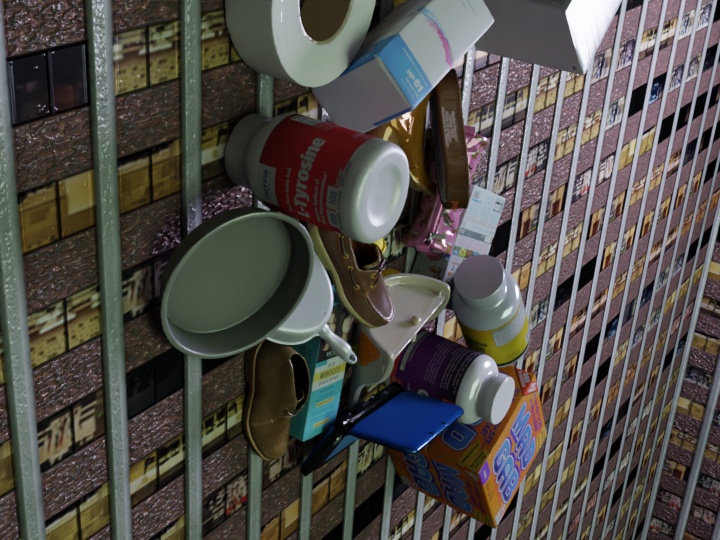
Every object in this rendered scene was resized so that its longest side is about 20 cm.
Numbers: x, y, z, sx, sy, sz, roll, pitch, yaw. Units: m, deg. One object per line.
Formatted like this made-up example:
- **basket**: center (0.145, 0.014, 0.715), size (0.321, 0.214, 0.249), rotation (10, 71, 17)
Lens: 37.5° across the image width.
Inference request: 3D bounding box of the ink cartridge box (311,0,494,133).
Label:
- **ink cartridge box**: center (0.054, -0.268, 1.315), size (0.085, 0.144, 0.201), rotation (50, 57, -17)

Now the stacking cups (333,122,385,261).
- **stacking cups**: center (-0.004, -0.111, 1.420), size (0.060, 0.060, 0.203), rotation (-42, 138, -38)

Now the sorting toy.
- **sorting toy**: center (0.029, 0.115, 1.579), size (0.200, 0.106, 0.182), rotation (-44, 157, -49)

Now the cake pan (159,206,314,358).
- **cake pan**: center (-0.144, 0.010, 1.211), size (0.198, 0.037, 0.203), rotation (-25, 138, -24)

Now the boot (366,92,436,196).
- **boot**: center (0.076, -0.196, 1.486), size (0.200, 0.070, 0.146), rotation (26, 84, -58)

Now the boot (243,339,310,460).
- **boot**: center (-0.107, 0.181, 1.405), size (0.073, 0.075, 0.203), rotation (-39, 139, -44)

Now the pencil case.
- **pencil case**: center (0.130, -0.121, 1.609), size (0.082, 0.086, 0.203), rotation (17, 92, -38)

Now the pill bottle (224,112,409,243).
- **pill bottle**: center (-0.053, -0.111, 1.190), size (0.112, 0.198, 0.114), rotation (-35, 135, -44)

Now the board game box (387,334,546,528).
- **board game box**: center (0.179, 0.275, 1.815), size (0.201, 0.197, 0.201), rotation (-54, 146, -25)

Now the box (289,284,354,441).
- **box**: center (-0.059, 0.128, 1.477), size (0.082, 0.049, 0.204), rotation (-16, 121, -55)

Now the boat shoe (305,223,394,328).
- **boat shoe**: center (0.000, -0.001, 1.415), size (0.201, 0.067, 0.073), rotation (58, 34, -32)

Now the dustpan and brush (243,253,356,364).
- **dustpan and brush**: center (-0.065, 0.057, 1.368), size (0.199, 0.057, 0.141), rotation (40, 60, -20)

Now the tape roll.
- **tape roll**: center (-0.062, -0.313, 1.182), size (0.202, 0.070, 0.206), rotation (-36, 136, -44)

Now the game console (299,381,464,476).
- **game console**: center (0.033, 0.251, 1.564), size (0.172, 0.118, 0.199), rotation (-53, 165, 26)

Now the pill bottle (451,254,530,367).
- **pill bottle**: center (0.206, 0.063, 1.695), size (0.113, 0.111, 0.201), rotation (-57, 149, -21)

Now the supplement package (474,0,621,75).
- **supplement package**: center (0.272, -0.428, 1.550), size (0.202, 0.189, 0.147), rotation (-61, 149, -15)

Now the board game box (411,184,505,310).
- **board game box**: center (0.156, -0.039, 1.722), size (0.147, 0.063, 0.204), rotation (12, 96, -61)

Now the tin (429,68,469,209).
- **tin**: center (0.125, -0.187, 1.507), size (0.112, 0.041, 0.204), rotation (112, -27, -77)

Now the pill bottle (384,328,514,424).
- **pill bottle**: center (0.141, 0.171, 1.685), size (0.112, 0.198, 0.114), rotation (-35, 136, -43)
